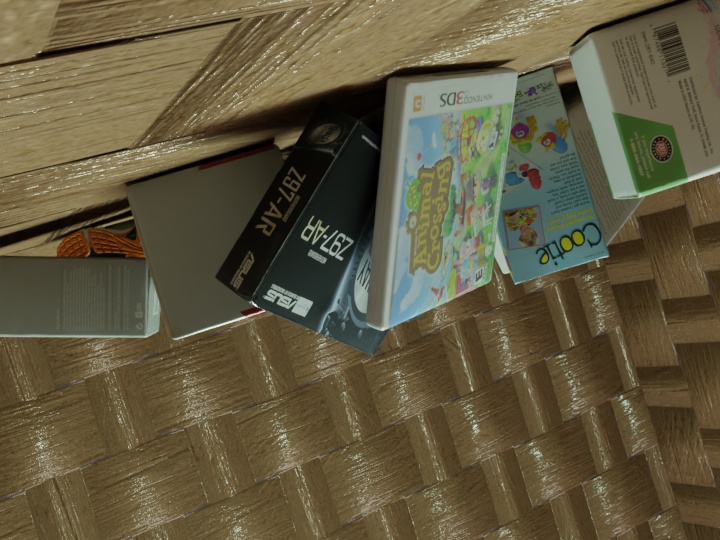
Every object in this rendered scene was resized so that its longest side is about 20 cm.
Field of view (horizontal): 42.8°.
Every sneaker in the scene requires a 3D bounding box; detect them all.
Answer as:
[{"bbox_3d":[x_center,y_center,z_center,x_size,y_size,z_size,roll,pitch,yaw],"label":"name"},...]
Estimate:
[{"bbox_3d":[-0.257,-0.031,1.070,0.199,0.076,0.092,-16,-174,18],"label":"sneaker"}]

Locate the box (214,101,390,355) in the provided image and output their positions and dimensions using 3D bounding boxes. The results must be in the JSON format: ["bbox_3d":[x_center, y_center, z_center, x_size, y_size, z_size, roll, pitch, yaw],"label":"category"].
[{"bbox_3d":[-0.010,-0.026,0.767,0.043,0.161,0.200,32,-179,34],"label":"box"}]

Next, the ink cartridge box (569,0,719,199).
[{"bbox_3d":[0.306,-0.162,0.809,0.198,0.146,0.084,-18,-178,1],"label":"ink cartridge box"}]

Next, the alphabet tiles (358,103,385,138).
[{"bbox_3d":[-0.001,-0.058,0.798,0.199,0.167,0.006,-35,-130,-29],"label":"alphabet tiles"}]

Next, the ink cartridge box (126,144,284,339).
[{"bbox_3d":[-0.133,-0.026,0.909,0.144,0.146,0.200,-18,-177,-7],"label":"ink cartridge box"}]

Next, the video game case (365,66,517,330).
[{"bbox_3d":[0.072,-0.066,0.779,0.022,0.202,0.182,18,-157,33],"label":"video game case"}]

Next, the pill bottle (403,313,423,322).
[{"bbox_3d":[0.000,0.000,1.008,0.111,0.113,0.200,-18,-166,-24],"label":"pill bottle"}]

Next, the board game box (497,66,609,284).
[{"bbox_3d":[0.183,-0.099,0.985,0.104,0.202,0.103,-17,-178,8],"label":"board game box"}]

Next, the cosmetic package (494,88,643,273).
[{"bbox_3d":[0.265,-0.128,1.242,0.166,0.168,0.200,-15,-160,46],"label":"cosmetic package"}]

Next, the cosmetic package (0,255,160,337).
[{"bbox_3d":[-0.310,0.026,0.947,0.198,0.091,0.107,4,180,-7],"label":"cosmetic package"}]
